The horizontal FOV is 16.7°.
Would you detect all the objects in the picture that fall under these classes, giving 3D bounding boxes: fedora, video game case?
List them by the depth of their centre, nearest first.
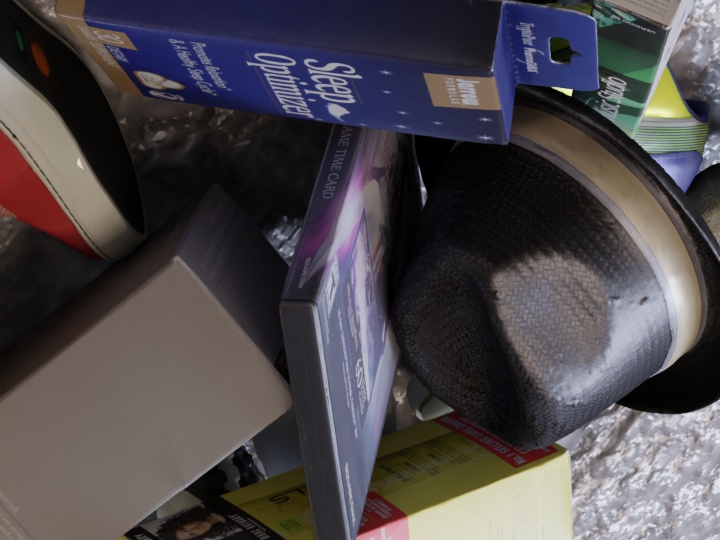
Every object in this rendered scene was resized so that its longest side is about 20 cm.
[{"bbox_3d":[0.000,0.000,1.053,0.019,0.201,0.144,3,132,12],"label":"video game case"},{"bbox_3d":[0.073,0.012,1.069,0.092,0.200,0.201,-47,139,-24],"label":"fedora"}]

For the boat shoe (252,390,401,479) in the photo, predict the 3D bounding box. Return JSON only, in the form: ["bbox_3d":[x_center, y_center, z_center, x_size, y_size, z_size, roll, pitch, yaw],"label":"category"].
[{"bbox_3d":[0.000,0.106,1.187,0.073,0.068,0.200,-25,97,1],"label":"boat shoe"}]

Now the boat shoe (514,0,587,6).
[{"bbox_3d":[0.079,-0.174,0.957,0.062,0.201,0.075,12,139,4],"label":"boat shoe"}]

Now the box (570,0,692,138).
[{"bbox_3d":[0.129,-0.140,0.993,0.200,0.036,0.145,76,37,-78],"label":"box"}]

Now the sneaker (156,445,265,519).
[{"bbox_3d":[-0.070,0.138,1.177,0.081,0.076,0.200,-19,152,6],"label":"sneaker"}]

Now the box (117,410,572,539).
[{"bbox_3d":[-0.004,0.119,1.086,0.199,0.075,0.050,-17,116,-30],"label":"box"}]

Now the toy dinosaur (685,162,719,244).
[{"bbox_3d":[0.175,-0.021,1.195,0.200,0.077,0.102,-36,158,31],"label":"toy dinosaur"}]

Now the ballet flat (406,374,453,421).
[{"bbox_3d":[0.048,0.083,1.226,0.070,0.071,0.201,-3,126,-27],"label":"ballet flat"}]

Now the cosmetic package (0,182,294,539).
[{"bbox_3d":[-0.116,0.063,1.053,0.200,0.107,0.090,-41,101,15],"label":"cosmetic package"}]

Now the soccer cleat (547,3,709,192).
[{"bbox_3d":[0.091,-0.096,1.117,0.200,0.065,0.084,38,77,-39],"label":"soccer cleat"}]

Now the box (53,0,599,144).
[{"bbox_3d":[-0.008,-0.083,0.945,0.198,0.033,0.121,7,171,8],"label":"box"}]

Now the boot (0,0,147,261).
[{"bbox_3d":[-0.183,-0.047,1.001,0.144,0.073,0.200,-24,145,13],"label":"boot"}]
